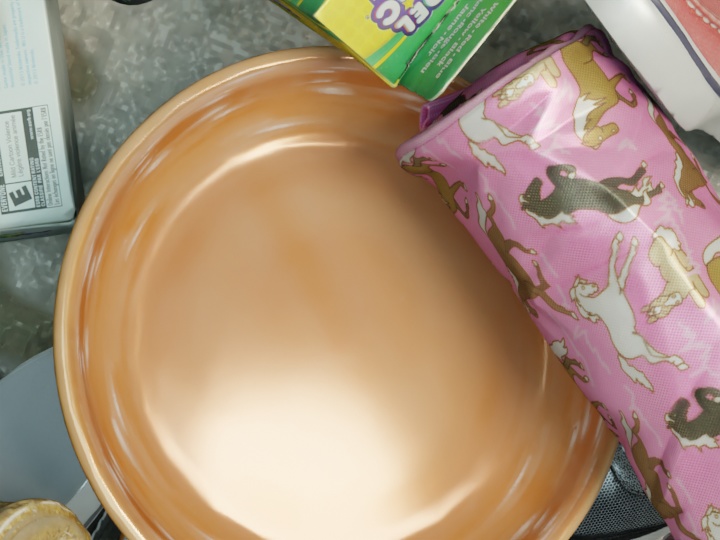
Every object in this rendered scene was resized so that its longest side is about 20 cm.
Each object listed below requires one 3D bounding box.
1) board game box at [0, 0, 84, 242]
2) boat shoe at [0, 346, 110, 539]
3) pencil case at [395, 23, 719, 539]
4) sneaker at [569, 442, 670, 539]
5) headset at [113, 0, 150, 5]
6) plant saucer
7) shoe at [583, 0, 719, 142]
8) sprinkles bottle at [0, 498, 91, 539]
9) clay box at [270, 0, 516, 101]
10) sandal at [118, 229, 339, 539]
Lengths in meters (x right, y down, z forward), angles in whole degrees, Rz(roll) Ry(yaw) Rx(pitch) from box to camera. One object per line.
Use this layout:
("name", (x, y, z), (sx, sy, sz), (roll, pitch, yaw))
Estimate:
("board game box", (-0.208, -0.074, 0.976), (0.199, 0.064, 0.148), (-8, 90, -2))
("boat shoe", (-0.132, 0.114, 0.977), (0.070, 0.066, 0.200), (39, 94, 40))
("pencil case", (0.095, 0.016, 0.872), (0.086, 0.083, 0.200), (-33, 90, 22))
("sneaker", (0.135, 0.045, 0.954), (0.199, 0.114, 0.076), (-28, 91, 0))
("headset", (-0.065, -0.192, 0.907), (0.094, 0.123, 0.201), (21, 97, -31))
("plant saucer", (-0.007, 0.026, 0.910), (0.199, 0.037, 0.201), (2, 81, -14))
("shoe", (0.137, -0.092, 0.907), (0.091, 0.200, 0.072), (-39, 67, 13))
("sprinkles bottle", (-0.184, 0.107, 0.928), (0.199, 0.068, 0.069), (1, 91, 34))
("clay box", (0.001, -0.140, 0.914), (0.048, 0.200, 0.115), (38, 91, -35))
("sandal", (-0.040, 0.080, 0.973), (0.079, 0.059, 0.207), (21, 95, -21))
